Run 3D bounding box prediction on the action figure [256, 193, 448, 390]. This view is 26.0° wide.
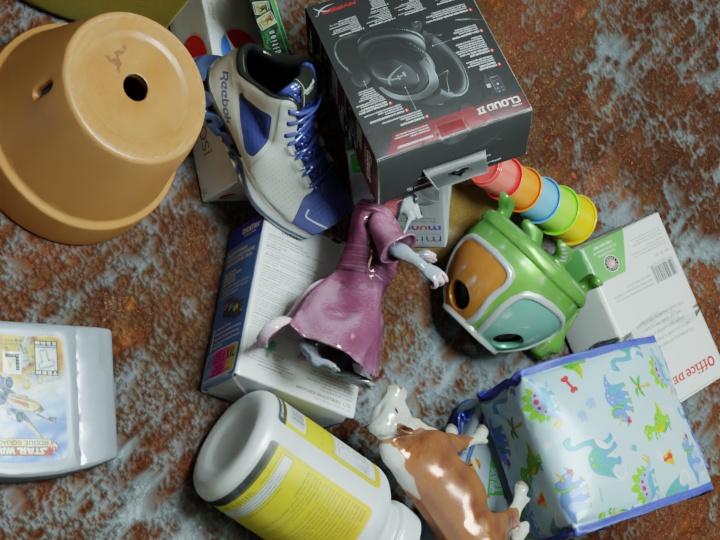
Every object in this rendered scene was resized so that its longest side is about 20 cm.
[{"bbox_3d":[0.000,0.000,1.417,0.148,0.134,0.201,16,81,-3],"label":"action figure"}]

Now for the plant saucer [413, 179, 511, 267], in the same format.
[{"bbox_3d":[0.098,-0.103,1.672,0.200,0.035,0.201,14,67,-34],"label":"plant saucer"}]

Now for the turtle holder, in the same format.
[{"bbox_3d":[0.159,0.018,1.626,0.141,0.185,0.132,42,92,15],"label":"turtle holder"}]

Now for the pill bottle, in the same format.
[{"bbox_3d":[-0.044,0.204,1.410,0.200,0.112,0.112,38,56,-22],"label":"pill bottle"}]

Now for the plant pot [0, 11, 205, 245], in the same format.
[{"bbox_3d":[-0.228,-0.136,1.367,0.199,0.140,0.201,12,69,-34],"label":"plant pot"}]

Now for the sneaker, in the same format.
[{"bbox_3d":[-0.067,-0.126,1.411,0.200,0.115,0.081,52,49,-13],"label":"sneaker"}]

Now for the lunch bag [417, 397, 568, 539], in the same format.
[{"bbox_3d":[0.140,0.223,1.570,0.160,0.075,0.201,34,57,-19],"label":"lunch bag"}]

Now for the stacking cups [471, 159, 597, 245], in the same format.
[{"bbox_3d":[0.187,-0.083,1.671,0.200,0.060,0.061,27,58,-53],"label":"stacking cups"}]

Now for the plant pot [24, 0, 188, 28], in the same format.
[{"bbox_3d":[-0.248,-0.344,1.397,0.199,0.194,0.196,8,70,-26],"label":"plant pot"}]

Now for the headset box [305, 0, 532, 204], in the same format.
[{"bbox_3d":[0.053,-0.162,1.393,0.148,0.077,0.201,-20,63,-9],"label":"headset box"}]

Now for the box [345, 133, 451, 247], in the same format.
[{"bbox_3d":[0.044,-0.151,1.533,0.096,0.177,0.201,1,62,5],"label":"box"}]

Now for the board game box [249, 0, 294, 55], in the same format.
[{"bbox_3d":[-0.072,-0.193,1.493,0.105,0.023,0.201,-97,170,-62],"label":"board game box"}]

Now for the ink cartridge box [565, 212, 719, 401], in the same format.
[{"bbox_3d":[0.303,0.055,1.742,0.146,0.084,0.201,-22,89,-39],"label":"ink cartridge box"}]

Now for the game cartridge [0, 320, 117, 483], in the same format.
[{"bbox_3d":[-0.296,0.109,1.301,0.199,0.041,0.134,5,68,-36],"label":"game cartridge"}]

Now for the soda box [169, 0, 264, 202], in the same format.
[{"bbox_3d":[-0.128,-0.171,1.501,0.063,0.068,0.201,-4,78,-38],"label":"soda box"}]

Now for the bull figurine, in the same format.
[{"bbox_3d":[0.083,0.194,1.459,0.121,0.065,0.201,-18,74,-46],"label":"bull figurine"}]

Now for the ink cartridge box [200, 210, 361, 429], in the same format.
[{"bbox_3d":[-0.062,0.035,1.476,0.136,0.076,0.201,24,64,-28],"label":"ink cartridge box"}]

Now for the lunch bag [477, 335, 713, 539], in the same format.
[{"bbox_3d":[0.238,0.164,1.531,0.199,0.127,0.171,-14,79,-24],"label":"lunch bag"}]
